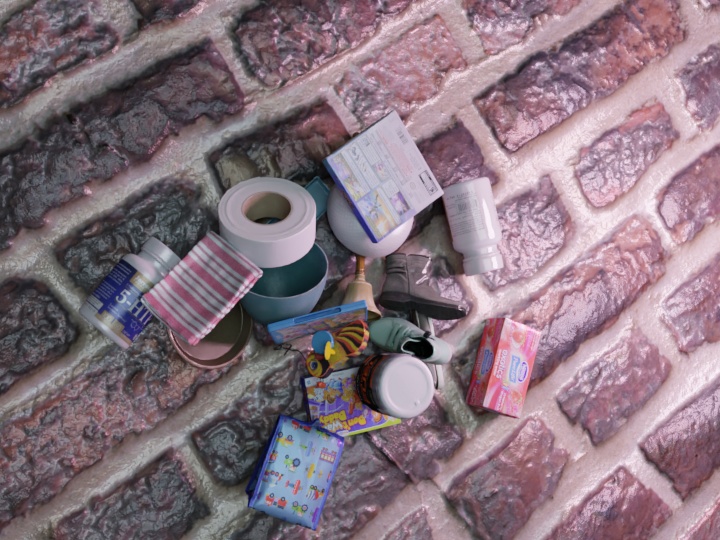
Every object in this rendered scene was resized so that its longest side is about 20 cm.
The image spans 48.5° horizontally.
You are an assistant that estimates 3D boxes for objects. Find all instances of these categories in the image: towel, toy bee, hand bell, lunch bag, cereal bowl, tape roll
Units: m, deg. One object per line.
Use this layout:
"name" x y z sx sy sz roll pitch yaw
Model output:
"towel" -0.297 0.029 1.503 0.145 0.030 0.200 35 68 18
"toy bee" -0.066 0.182 1.647 0.130 0.198 0.111 7 63 -53
"hand bell" 0.000 0.000 1.727 0.102 0.104 0.205 9 70 -16
"lunch bag" -0.127 0.395 1.619 0.148 0.094 0.204 23 90 -14
"cereal bowl" 0.029 -0.137 1.713 0.195 0.083 0.205 7 68 -17
"tape roll" -0.187 -0.100 1.611 0.197 0.072 0.205 2 44 -2

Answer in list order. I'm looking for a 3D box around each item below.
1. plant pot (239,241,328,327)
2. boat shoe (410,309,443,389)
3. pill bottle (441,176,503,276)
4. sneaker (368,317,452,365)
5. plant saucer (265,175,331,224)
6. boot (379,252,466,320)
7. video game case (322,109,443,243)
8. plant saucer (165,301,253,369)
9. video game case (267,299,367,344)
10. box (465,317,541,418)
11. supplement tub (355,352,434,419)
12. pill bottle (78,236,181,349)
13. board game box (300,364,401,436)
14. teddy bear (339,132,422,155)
"plant pot" -0.165 0.038 1.620 0.196 0.202 0.137 -10 132 -18
"boat shoe" 0.133 0.163 1.749 0.059 0.072 0.207 -10 83 -8
"pill bottle" 0.255 -0.096 1.787 0.112 0.114 0.205 -13 89 -18
"sneaker" 0.087 0.140 1.673 0.197 0.118 0.075 16 87 26
"plant saucer" -0.141 -0.111 1.715 0.200 0.019 0.070 -45 99 -15
"boot" 0.140 0.026 1.726 0.195 0.068 0.133 11 63 7
"video game case" 0.047 -0.191 1.636 0.180 0.045 0.202 -36 101 -14
"plant saucer" -0.305 0.096 1.610 0.197 0.029 0.205 6 81 -39
"video game case" -0.083 0.104 1.597 0.195 0.143 0.018 -14 76 -4
"box" 0.320 0.218 1.791 0.101 0.094 0.204 20 80 -15
"supplement tub" 0.061 0.228 1.606 0.120 0.200 0.126 2 85 -16
"pill bottle" -0.438 0.039 1.555 0.119 0.119 0.201 40 76 -10
"board game box" -0.020 0.277 1.706 0.195 0.045 0.138 -10 88 -18
"teddy bear" 0.044 -0.259 1.724 0.195 0.146 0.068 9 119 -17
